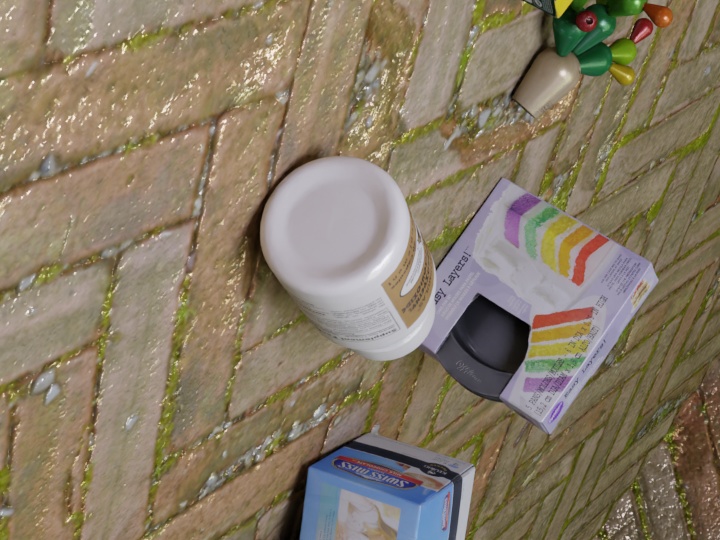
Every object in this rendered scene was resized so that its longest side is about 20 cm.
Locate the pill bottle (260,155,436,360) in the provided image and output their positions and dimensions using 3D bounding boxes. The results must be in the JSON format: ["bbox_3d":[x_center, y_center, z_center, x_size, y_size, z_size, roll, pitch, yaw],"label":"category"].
[{"bbox_3d":[0.000,0.000,1.173,0.114,0.114,0.200,-52,157,-10],"label":"pill bottle"}]

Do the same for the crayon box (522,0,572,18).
[{"bbox_3d":[0.174,-0.325,1.165,0.173,0.058,0.200,-54,157,-9],"label":"crayon box"}]

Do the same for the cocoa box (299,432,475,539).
[{"bbox_3d":[0.021,0.289,1.490,0.131,0.133,0.201,-20,120,-59],"label":"cocoa box"}]

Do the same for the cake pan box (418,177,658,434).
[{"bbox_3d":[0.160,0.035,1.444,0.200,0.184,0.052,-53,152,-6],"label":"cake pan box"}]

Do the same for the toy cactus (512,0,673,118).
[{"bbox_3d":[0.214,-0.208,1.373,0.165,0.102,0.200,-49,166,7],"label":"toy cactus"}]
